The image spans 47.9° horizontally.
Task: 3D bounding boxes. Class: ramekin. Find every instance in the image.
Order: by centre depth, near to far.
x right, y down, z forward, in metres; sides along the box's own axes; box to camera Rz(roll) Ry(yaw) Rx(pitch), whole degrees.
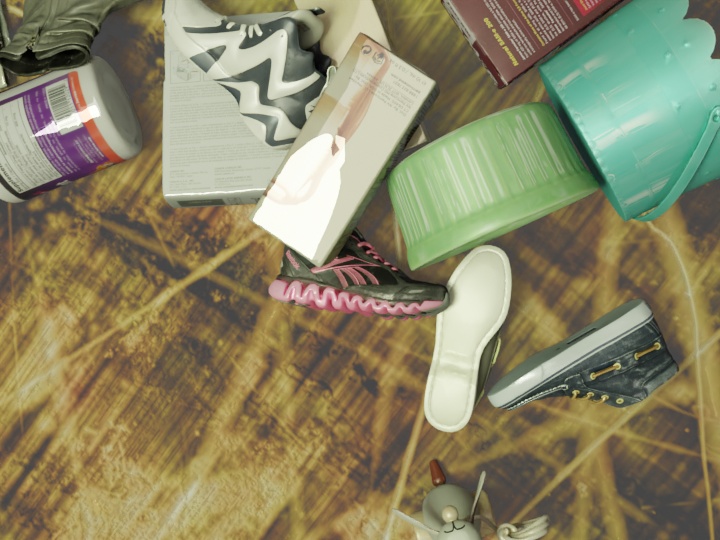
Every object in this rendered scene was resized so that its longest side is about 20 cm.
[{"bbox_3d":[0.122,-0.084,0.797,0.198,0.200,0.098,-23,87,5],"label":"ramekin"}]

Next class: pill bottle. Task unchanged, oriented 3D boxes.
[{"bbox_3d":[-0.343,-0.138,0.851,0.198,0.111,0.112,-20,94,5],"label":"pill bottle"}]

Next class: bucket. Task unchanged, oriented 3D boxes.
[{"bbox_3d":[0.272,-0.155,0.781,0.134,0.207,0.208,-30,94,15],"label":"bucket"}]

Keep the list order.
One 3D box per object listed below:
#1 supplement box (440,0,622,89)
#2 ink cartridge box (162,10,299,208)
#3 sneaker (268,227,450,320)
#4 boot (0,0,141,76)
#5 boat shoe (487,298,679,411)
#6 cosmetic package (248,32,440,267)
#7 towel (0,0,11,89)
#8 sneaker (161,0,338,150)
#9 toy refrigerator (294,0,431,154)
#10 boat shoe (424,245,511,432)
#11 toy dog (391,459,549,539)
[{"bbox_3d":[0.185,-0.274,0.756,0.199,0.061,0.109,-35,93,7],"label":"supplement box"},{"bbox_3d":[-0.131,-0.173,0.882,0.161,0.057,0.202,-3,75,3],"label":"ink cartridge box"},{"bbox_3d":[0.000,0.000,0.860,0.198,0.079,0.096,8,80,16],"label":"sneaker"},{"bbox_3d":[-0.266,-0.258,0.819,0.198,0.068,0.132,-10,57,18],"label":"boot"},{"bbox_3d":[0.241,0.118,0.869,0.199,0.071,0.091,-30,90,3],"label":"boat shoe"},{"bbox_3d":[-0.013,-0.113,0.779,0.087,0.103,0.201,32,99,2],"label":"cosmetic package"},{"bbox_3d":[-0.485,-0.273,0.889,0.198,0.035,0.195,-9,92,6],"label":"towel"},{"bbox_3d":[-0.099,-0.233,0.803,0.129,0.079,0.200,-42,79,22],"label":"sneaker"},{"bbox_3d":[0.002,-0.215,0.851,0.075,0.070,0.202,-22,94,11],"label":"toy refrigerator"},{"bbox_3d":[0.117,0.071,0.877,0.071,0.060,0.204,16,96,16],"label":"boat shoe"},{"bbox_3d":[0.096,0.246,0.847,0.131,0.200,0.097,-16,77,-20],"label":"toy dog"}]
